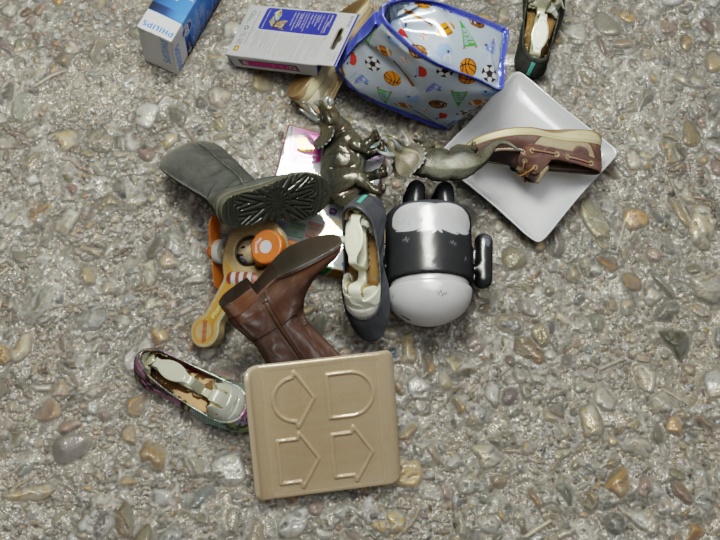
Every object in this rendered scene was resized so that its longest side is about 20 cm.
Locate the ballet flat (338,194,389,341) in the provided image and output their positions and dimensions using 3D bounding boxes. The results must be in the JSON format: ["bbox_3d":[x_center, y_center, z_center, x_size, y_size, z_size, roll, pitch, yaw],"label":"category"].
[{"bbox_3d":[0.000,0.000,1.359,0.073,0.073,0.201,-1,99,-5],"label":"ballet flat"}]

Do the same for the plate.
[{"bbox_3d":[0.247,-0.168,1.531,0.199,0.032,0.200,41,74,7],"label":"plate"}]

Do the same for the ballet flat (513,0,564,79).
[{"bbox_3d":[0.283,-0.390,1.583,0.068,0.068,0.201,10,72,-1],"label":"ballet flat"}]

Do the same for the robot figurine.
[{"bbox_3d":[0.094,-0.022,1.429,0.150,0.125,0.201,-11,70,31],"label":"robot figurine"}]

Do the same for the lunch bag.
[{"bbox_3d":[0.083,-0.303,1.461,0.199,0.170,0.124,14,69,-20],"label":"lunch bag"}]

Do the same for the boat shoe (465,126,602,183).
[{"bbox_3d":[0.251,-0.161,1.479,0.199,0.072,0.072,0,77,-7],"label":"boat shoe"}]

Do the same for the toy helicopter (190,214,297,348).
[{"bbox_3d":[-0.177,0.012,1.400,0.132,0.079,0.200,32,93,25],"label":"toy helicopter"}]

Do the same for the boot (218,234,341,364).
[{"bbox_3d":[-0.061,0.069,1.355,0.186,0.064,0.200,-30,118,9],"label":"boot"}]

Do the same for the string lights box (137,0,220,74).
[{"bbox_3d":[-0.253,-0.404,1.523,0.059,0.103,0.200,25,72,2],"label":"string lights box"}]

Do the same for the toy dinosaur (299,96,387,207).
[{"bbox_3d":[-0.017,-0.143,1.440,0.102,0.077,0.201,-8,84,10],"label":"toy dinosaur"}]

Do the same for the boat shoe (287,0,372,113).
[{"bbox_3d":[-0.035,-0.319,1.542,0.064,0.071,0.200,41,73,-30],"label":"boat shoe"}]

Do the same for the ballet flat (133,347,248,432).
[{"bbox_3d":[-0.215,0.159,1.372,0.200,0.071,0.069,25,72,3],"label":"ballet flat"}]

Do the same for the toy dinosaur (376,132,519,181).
[{"bbox_3d":[0.118,-0.149,1.416,0.199,0.102,0.077,8,113,-2],"label":"toy dinosaur"}]

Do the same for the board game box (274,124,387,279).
[{"bbox_3d":[-0.055,-0.097,1.479,0.153,0.040,0.201,14,72,0],"label":"board game box"}]

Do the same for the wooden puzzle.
[{"bbox_3d":[-0.050,0.201,1.359,0.199,0.046,0.186,-7,103,-11],"label":"wooden puzzle"}]

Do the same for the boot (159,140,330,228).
[{"bbox_3d":[-0.162,-0.127,1.427,0.181,0.200,0.073,-8,113,-28],"label":"boot"}]

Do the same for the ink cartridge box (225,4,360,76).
[{"bbox_3d":[-0.096,-0.337,1.506,0.200,0.037,0.095,12,69,32],"label":"ink cartridge box"}]
